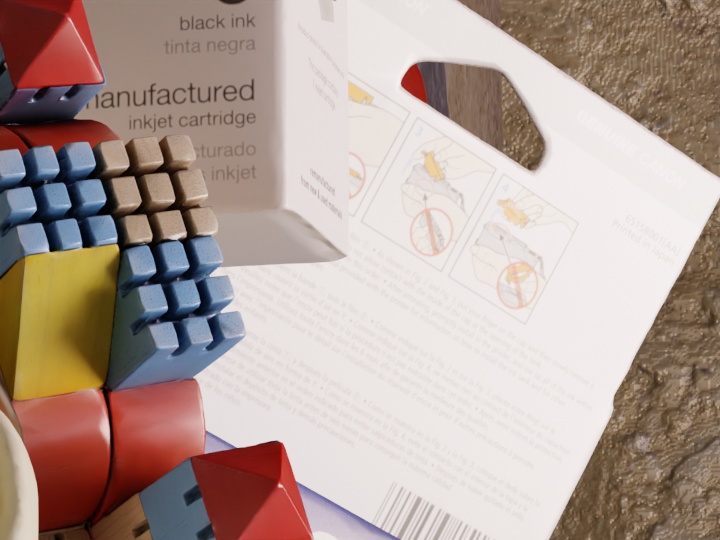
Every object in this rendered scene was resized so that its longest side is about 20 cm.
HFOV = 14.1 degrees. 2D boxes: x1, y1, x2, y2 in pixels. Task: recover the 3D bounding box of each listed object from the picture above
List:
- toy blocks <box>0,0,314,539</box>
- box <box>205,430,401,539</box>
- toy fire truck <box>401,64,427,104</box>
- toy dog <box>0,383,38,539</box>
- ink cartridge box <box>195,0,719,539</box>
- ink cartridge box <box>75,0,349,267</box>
[{"bbox_3d":[-0.081,0.016,0.694,0.137,0.100,0.200,-38,-115,51],"label":"toy blocks"},{"bbox_3d":[-0.020,0.132,0.885,0.200,0.032,0.121,32,65,-28],"label":"box"},{"bbox_3d":[-0.061,-0.113,1.147,0.168,0.112,0.200,48,27,-20],"label":"toy fire truck"},{"bbox_3d":[-0.138,0.043,0.562,0.194,0.139,0.200,52,-4,22],"label":"toy dog"},{"bbox_3d":[0.000,0.000,0.935,0.044,0.200,0.174,13,-107,61],"label":"ink cartridge box"},{"bbox_3d":[-0.082,-0.103,0.842,0.083,0.147,0.200,40,48,-75],"label":"ink cartridge box"}]
